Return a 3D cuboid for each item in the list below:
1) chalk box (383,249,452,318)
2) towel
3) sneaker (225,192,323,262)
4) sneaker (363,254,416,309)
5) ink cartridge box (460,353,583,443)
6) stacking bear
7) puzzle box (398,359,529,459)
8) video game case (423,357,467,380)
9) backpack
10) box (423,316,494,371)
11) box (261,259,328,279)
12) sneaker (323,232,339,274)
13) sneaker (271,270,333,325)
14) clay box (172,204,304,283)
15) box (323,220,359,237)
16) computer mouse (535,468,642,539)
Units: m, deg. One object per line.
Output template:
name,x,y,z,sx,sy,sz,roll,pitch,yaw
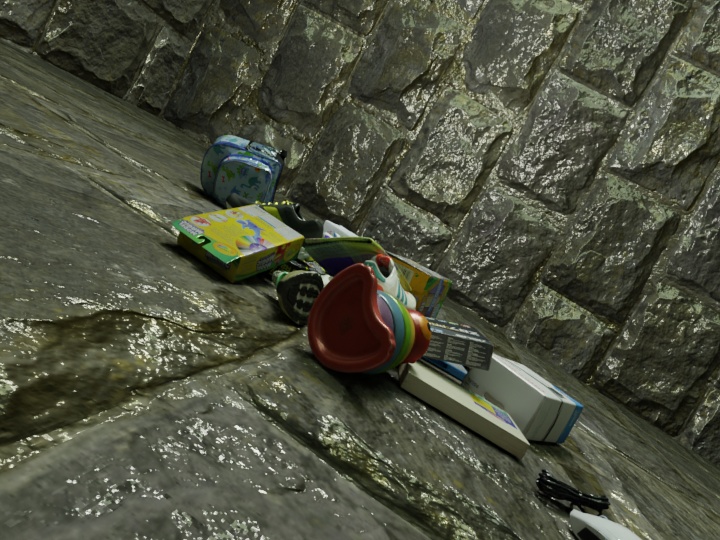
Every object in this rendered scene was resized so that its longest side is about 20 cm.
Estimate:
chalk box,0.101,0.049,1.128,0.123,0.126,0.199,27,6,25
towel,0.000,0.000,0.968,0.140,0.023,0.200,0,-28,25
sneaker,-0.151,-0.095,0.990,0.197,0.086,0.074,31,6,5
sneaker,0.048,0.025,0.897,0.069,0.096,0.199,10,4,26
ink cartridge box,0.289,0.227,0.972,0.144,0.085,0.198,35,8,41
stacking bear,0.029,0.081,0.721,0.199,0.112,0.124,20,48,-57
puzzle box,0.146,0.194,0.808,0.197,0.026,0.133,31,4,1
video game case,0.119,0.149,1.099,0.197,0.018,0.143,31,6,-8
backpack,-0.312,-0.246,1.416,0.196,0.186,0.148,20,28,-8
box,0.109,0.110,0.919,0.195,0.050,0.161,12,5,0
box,-0.137,-0.013,1.021,0.158,0.045,0.200,30,6,-17
sneaker,-0.053,-0.031,1.122,0.147,0.080,0.201,54,-6,26
sneaker,-0.099,0.030,0.802,0.087,0.079,0.200,18,-2,11
clay box,-0.185,-0.044,0.830,0.114,0.048,0.199,32,25,16
box,-0.024,-0.062,1.740,0.175,0.098,0.199,33,6,28
computer mouse,0.270,0.285,0.590,0.108,0.044,0.200,31,6,-11
